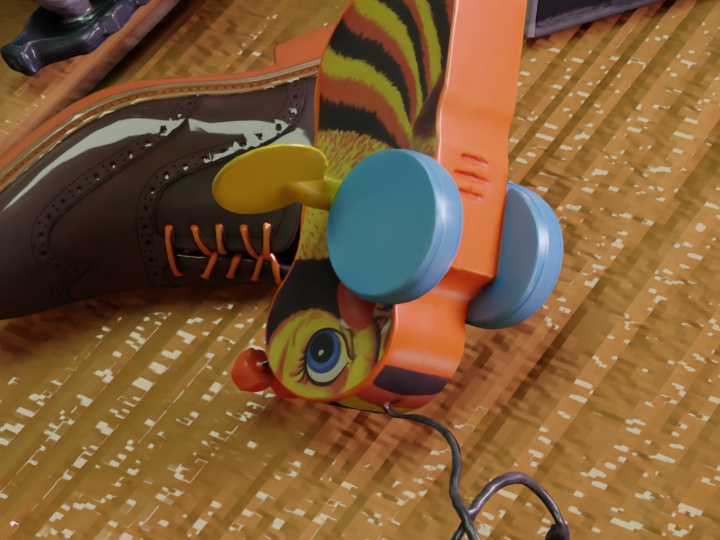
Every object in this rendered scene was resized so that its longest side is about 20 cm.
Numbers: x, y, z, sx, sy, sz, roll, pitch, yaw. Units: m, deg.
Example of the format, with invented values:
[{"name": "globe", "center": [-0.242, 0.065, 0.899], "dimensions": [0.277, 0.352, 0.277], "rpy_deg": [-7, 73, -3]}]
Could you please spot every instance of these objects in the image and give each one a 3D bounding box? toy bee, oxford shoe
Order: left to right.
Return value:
[{"name": "oxford shoe", "center": [-0.052, -0.025, 0.731], "dimensions": [0.200, 0.071, 0.073], "rpy_deg": [-24, 50, -8]}, {"name": "toy bee", "center": [0.000, 0.000, 0.664], "dimensions": [0.109, 0.131, 0.200], "rpy_deg": [-13, 50, 40]}]

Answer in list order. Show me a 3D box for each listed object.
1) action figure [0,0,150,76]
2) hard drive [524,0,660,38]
[{"name": "action figure", "center": [-0.079, -0.179, 0.851], "dimensions": [0.193, 0.105, 0.200], "rpy_deg": [-14, 31, 46]}, {"name": "hard drive", "center": [0.099, -0.182, 0.855], "dimensions": [0.135, 0.042, 0.200], "rpy_deg": [-16, 44, 2]}]
